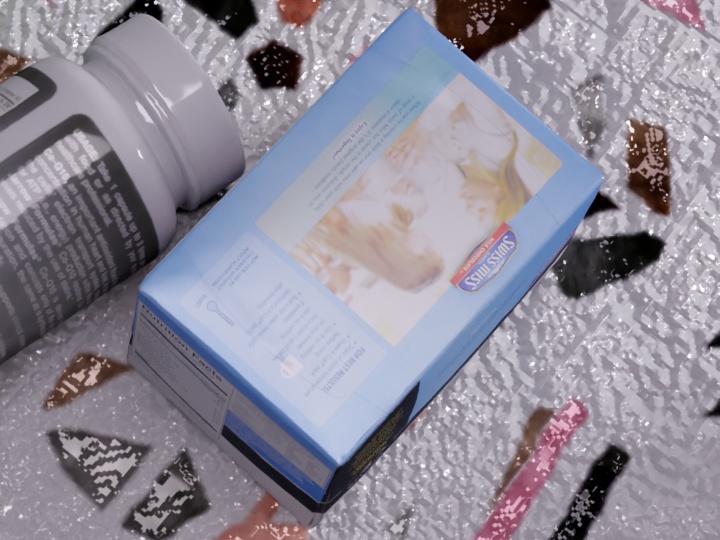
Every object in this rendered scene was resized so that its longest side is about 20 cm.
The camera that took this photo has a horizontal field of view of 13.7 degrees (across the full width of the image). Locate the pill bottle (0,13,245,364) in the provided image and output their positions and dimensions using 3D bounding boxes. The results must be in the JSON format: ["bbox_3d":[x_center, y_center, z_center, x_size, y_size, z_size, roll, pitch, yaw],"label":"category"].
[{"bbox_3d":[-0.162,-0.031,1.453,0.200,0.114,0.114,-35,79,-15],"label":"pill bottle"}]

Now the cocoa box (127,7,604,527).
[{"bbox_3d":[0.000,0.000,1.452,0.133,0.131,0.200,41,73,7],"label":"cocoa box"}]
